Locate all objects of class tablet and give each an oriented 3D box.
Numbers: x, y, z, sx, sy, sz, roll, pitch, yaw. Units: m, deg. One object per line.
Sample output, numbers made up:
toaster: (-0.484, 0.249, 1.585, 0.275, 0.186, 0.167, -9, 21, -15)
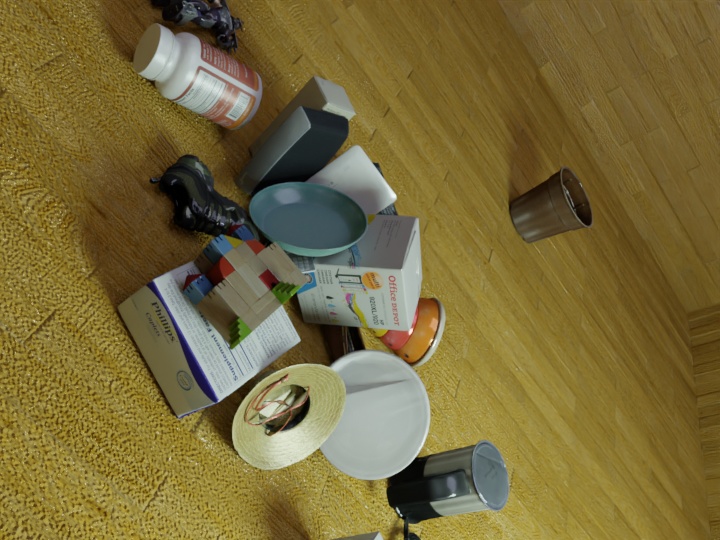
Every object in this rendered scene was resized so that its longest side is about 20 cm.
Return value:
tablet: (-0.047, -0.125, 1.214, 0.130, 0.199, 0.014, 50, 17, -22)

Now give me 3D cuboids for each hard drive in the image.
hard drive: (-0.116, -0.199, 1.156, 0.134, 0.200, 0.043, 0, 57, -50)

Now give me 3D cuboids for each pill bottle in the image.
pill bottle: (-0.273, -0.327, 1.111, 0.199, 0.111, 0.114, 21, 54, -44)

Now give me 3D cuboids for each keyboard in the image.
keyboard: (-0.120, -0.063, 1.117, 0.056, 0.011, 0.201, -2, 42, -15)

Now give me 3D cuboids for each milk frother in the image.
milk frother: (0.156, 0.426, 1.154, 0.180, 0.187, 0.202, -20, 86, -53)

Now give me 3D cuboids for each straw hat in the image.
straw hat: (-0.124, 0.199, 1.010, 0.200, 0.203, 0.085, 20, 12, -44)

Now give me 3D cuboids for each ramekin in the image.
ramekin: (0.020, 0.235, 1.095, 0.094, 0.200, 0.205, 42, 30, -78)

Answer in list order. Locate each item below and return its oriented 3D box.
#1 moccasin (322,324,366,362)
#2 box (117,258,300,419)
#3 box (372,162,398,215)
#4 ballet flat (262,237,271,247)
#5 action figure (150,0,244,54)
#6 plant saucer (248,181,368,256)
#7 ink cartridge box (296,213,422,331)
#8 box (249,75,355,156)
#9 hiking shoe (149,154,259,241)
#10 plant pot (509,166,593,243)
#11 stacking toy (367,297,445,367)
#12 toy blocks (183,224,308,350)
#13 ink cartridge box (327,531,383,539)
moccasin: (-0.002, 0.171, 1.194, 0.073, 0.077, 0.204, -2, 71, -52)
box: (-0.214, 0.078, 0.957, 0.200, 0.104, 0.185, -33, 96, -55)
box: (-0.003, -0.101, 1.322, 0.132, 0.114, 0.202, -13, 82, -55)
ballet flat: (-0.144, -0.033, 1.136, 0.068, 0.072, 0.200, 50, 38, -11)
action figure: (-0.284, -0.473, 1.221, 0.199, 0.069, 0.131, -12, 75, -57)
plant saucer: (-0.087, -0.080, 1.091, 0.197, 0.036, 0.201, 9, 36, -6)
ink cartridge box: (0.000, 0.000, 1.154, 0.145, 0.197, 0.148, -70, 158, -46)
box: (-0.108, -0.253, 1.196, 0.082, 0.200, 0.069, 3, 55, -49)
hiking shoe: (-0.248, -0.081, 1.048, 0.200, 0.076, 0.101, 50, 47, -7)
plant pot: (0.585, -0.189, 2.046, 0.199, 0.197, 0.202, 30, 48, -39)
stacking toy: (0.055, 0.093, 1.304, 0.198, 0.146, 0.147, 24, 50, -18)
toy blocks: (-0.166, 0.008, 0.907, 0.137, 0.100, 0.200, 49, 37, -3)
ink cartridge box: (0.000, 0.495, 0.952, 0.084, 0.144, 0.202, -27, 91, -55)
